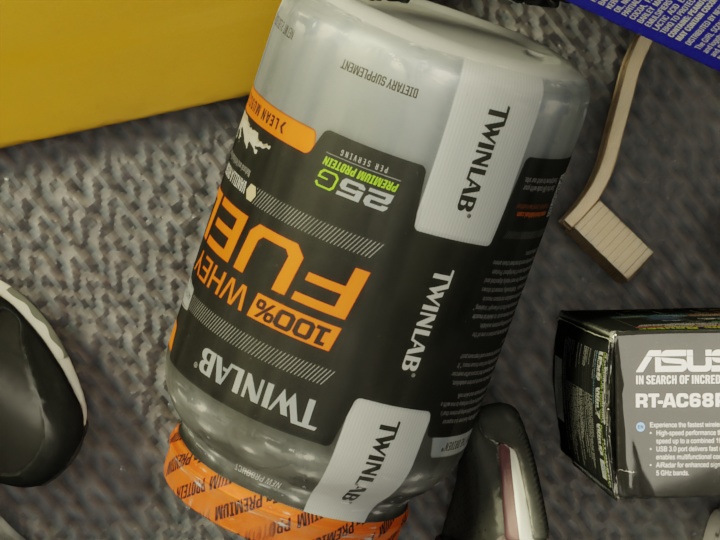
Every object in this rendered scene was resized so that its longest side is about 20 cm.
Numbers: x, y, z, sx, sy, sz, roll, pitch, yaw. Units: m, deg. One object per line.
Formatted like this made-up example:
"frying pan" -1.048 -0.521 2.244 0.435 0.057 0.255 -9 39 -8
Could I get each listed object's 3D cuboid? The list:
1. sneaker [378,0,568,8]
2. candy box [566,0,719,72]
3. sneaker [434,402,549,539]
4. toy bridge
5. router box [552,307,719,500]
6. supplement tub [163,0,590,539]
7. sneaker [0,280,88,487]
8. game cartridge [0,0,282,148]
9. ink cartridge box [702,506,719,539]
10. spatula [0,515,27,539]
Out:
"sneaker" 0.022 -0.147 0.821 0.066 0.200 0.091 -46 65 28
"candy box" 0.050 -0.173 0.738 0.199 0.169 0.077 22 129 -22
"sneaker" 0.019 0.155 0.884 0.115 0.076 0.201 -3 91 1
"toy bridge" 0.151 -0.090 0.909 0.067 0.027 0.200 43 89 -1
"router box" 0.180 0.047 0.850 0.199 0.150 0.062 -1 91 -2
"supplement tub" 0.000 0.000 0.846 0.122 0.123 0.201 18 103 -2
"sneaker" -0.194 0.016 0.860 0.200 0.088 0.076 45 109 1
"game cartridge" -0.102 -0.132 0.848 0.199 0.032 0.177 -12 132 -3
"ink cartridge box" 0.225 0.187 0.885 0.199 0.084 0.147 13 90 -3
"spatula" -0.118 0.119 0.899 0.199 0.057 0.021 23 132 -9
